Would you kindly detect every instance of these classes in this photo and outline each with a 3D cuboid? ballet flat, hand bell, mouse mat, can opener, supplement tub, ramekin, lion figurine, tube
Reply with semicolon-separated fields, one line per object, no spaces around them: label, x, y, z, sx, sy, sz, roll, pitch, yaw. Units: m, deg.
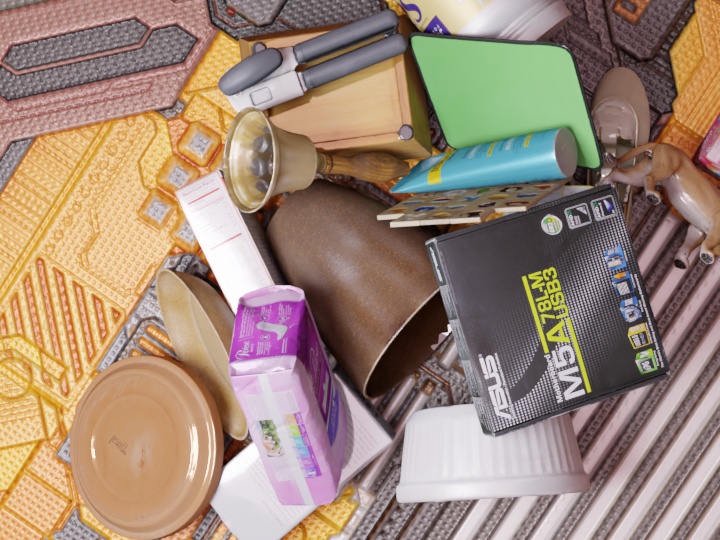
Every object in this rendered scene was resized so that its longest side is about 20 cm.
ballet flat;0.272;-0.121;1.374;0.069;0.069;0.202;3;91;4
hand bell;-0.030;-0.110;1.320;0.199;0.104;0.105;0;91;-34
mouse mat;0.149;-0.175;1.318;0.199;0.162;0.008;12;52;36
can opener;-0.049;-0.216;1.318;0.199;0.067;0.054;-21;90;4
supplement tub;0.113;-0.305;1.347;0.145;0.145;0.200;-39;87;4
ramekin;0.134;0.190;1.333;0.200;0.202;0.095;-5;79;4
lion figurine;0.344;-0.079;1.342;0.200;0.072;0.123;49;58;-10
tube;0.129;-0.110;1.339;0.199;0.077;0.051;-6;111;37

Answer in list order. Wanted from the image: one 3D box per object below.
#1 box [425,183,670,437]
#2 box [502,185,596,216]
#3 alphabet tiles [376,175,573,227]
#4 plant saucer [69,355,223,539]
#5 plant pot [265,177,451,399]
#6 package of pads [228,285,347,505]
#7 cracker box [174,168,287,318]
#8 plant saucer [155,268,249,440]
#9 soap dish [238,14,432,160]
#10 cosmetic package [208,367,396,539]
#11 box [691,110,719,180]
box;0.182;0.037;1.243;0.192;0.048;0.202;-16;89;-12
box;0.194;0.014;1.328;0.117;0.048;0.202;5;83;45
alphabet tiles;0.118;-0.075;1.307;0.165;0.200;0.006;-2;106;31
plant saucer;-0.241;0.193;1.400;0.199;0.032;0.202;-3;83;27
plant pot;0.000;0.000;1.358;0.200;0.187;0.187;42;94;17
package of pads;-0.068;0.125;1.263;0.075;0.121;0.201;-8;130;9
cracker box;-0.122;-0.005;1.374;0.057;0.134;0.201;-26;88;4
plant saucer;-0.156;0.083;1.362;0.035;0.200;0.201;-26;89;-22
soap dish;-0.029;-0.191;1.391;0.198;0.081;0.159;-7;90;3
cosmetic package;-0.067;0.210;1.404;0.200;0.071;0.102;-40;88;4
box;0.447;-0.176;1.348;0.099;0.095;0.201;32;93;2
